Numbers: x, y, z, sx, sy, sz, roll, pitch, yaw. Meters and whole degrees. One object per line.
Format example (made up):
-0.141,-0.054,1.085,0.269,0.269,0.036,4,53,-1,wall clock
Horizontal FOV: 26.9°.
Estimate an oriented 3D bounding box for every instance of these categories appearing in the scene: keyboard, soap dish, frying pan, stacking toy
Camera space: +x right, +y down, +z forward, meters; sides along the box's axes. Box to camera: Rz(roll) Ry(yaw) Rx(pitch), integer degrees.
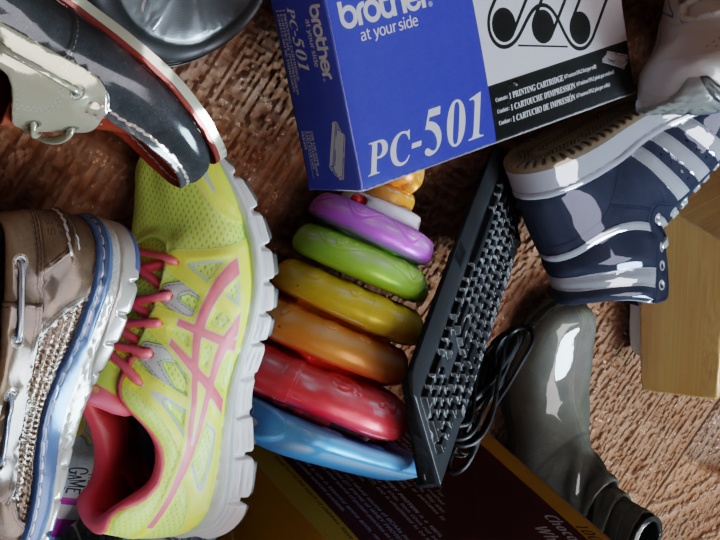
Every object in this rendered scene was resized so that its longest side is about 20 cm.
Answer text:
0.070,0.029,0.814,0.201,0.039,0.105,-66,154,-44,keyboard
0.270,-0.016,0.997,0.199,0.081,0.159,-27,131,-25,soap dish
-0.060,-0.127,0.700,0.115,0.031,0.190,-52,133,2,frying pan
0.000,0.000,0.787,0.109,0.116,0.202,23,90,-47,stacking toy

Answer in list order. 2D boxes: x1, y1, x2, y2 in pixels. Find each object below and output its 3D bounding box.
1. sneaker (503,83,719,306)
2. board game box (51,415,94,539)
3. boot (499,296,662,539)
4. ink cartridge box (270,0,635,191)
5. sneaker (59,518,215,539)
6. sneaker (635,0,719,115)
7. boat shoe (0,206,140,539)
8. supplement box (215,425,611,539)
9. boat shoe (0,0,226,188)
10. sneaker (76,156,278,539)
0.179,-0.050,0.886,0.199,0.070,0.110,-25,109,-22,sneaker
-0.203,0.132,0.741,0.134,0.034,0.202,12,108,-43,board game box
0.145,0.125,0.949,0.067,0.130,0.202,-12,124,-33,boot
0.052,-0.110,0.748,0.199,0.044,0.095,-22,107,-36,ink cartridge box
-0.101,0.213,0.787,0.086,0.077,0.202,-16,116,-48,sneaker
0.187,-0.140,0.822,0.200,0.074,0.088,-58,142,-61,sneaker
-0.167,0.064,0.661,0.072,0.072,0.202,17,96,-39,boat shoe
0.028,0.189,0.848,0.199,0.197,0.134,3,115,-41,supplement box
-0.137,-0.090,0.620,0.200,0.071,0.063,41,76,-37,boat shoe
-0.095,0.035,0.705,0.090,0.078,0.203,-6,100,-43,sneaker
